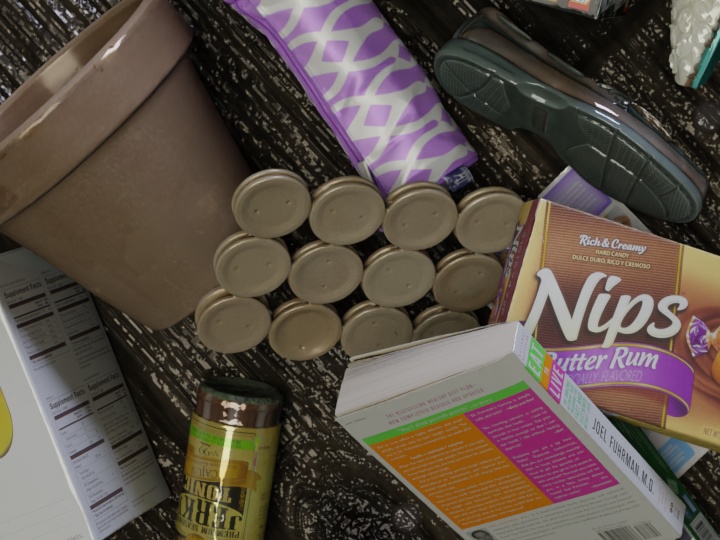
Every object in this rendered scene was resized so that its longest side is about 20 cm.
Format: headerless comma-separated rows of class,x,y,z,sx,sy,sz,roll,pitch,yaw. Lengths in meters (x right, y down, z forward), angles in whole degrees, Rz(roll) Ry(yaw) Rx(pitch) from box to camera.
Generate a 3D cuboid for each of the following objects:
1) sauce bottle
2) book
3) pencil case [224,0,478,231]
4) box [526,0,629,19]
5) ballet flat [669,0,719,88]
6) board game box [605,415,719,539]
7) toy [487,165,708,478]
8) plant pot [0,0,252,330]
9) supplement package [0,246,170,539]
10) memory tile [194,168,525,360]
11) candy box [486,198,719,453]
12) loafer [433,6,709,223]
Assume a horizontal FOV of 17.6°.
sauce bottle,-0.096,0.177,1.610,0.064,0.065,0.201,10,99,13
book,0.096,0.116,1.454,0.133,0.048,0.200,-17,132,33
pencil case,-0.006,-0.123,1.536,0.085,0.084,0.201,-33,86,-24
box,0.070,-0.203,1.480,0.199,0.137,0.040,17,101,12
ballet flat,0.237,-0.214,1.476,0.072,0.072,0.201,30,95,9
board game box,0.129,0.134,1.542,0.134,0.029,0.200,-36,89,36
toy,0.169,0.038,1.533,0.200,0.047,0.115,47,107,5
plant pot,-0.154,-0.059,1.542,0.200,0.200,0.175,-38,104,16
supplement package,-0.254,0.102,1.595,0.151,0.151,0.201,-21,91,16
memory tile,0.000,0.000,1.510,0.199,0.017,0.154,4,129,-19
candy box,0.183,0.039,1.474,0.199,0.056,0.117,18,85,-9
loafer,0.145,-0.107,1.512,0.199,0.072,0.063,32,62,7
